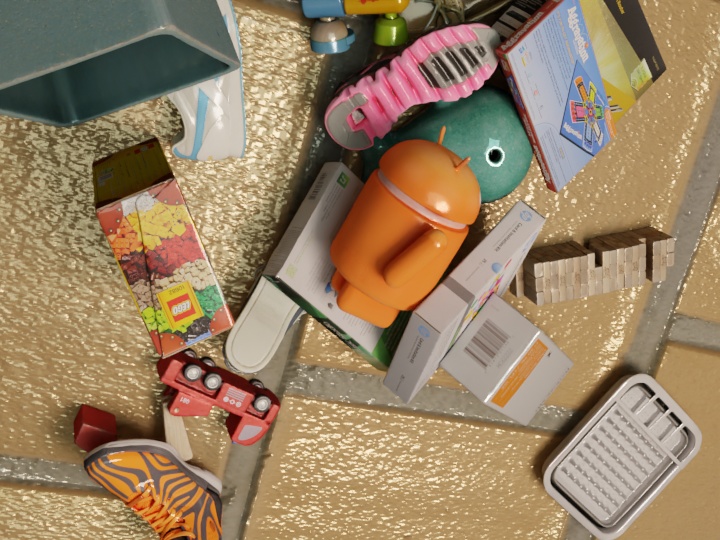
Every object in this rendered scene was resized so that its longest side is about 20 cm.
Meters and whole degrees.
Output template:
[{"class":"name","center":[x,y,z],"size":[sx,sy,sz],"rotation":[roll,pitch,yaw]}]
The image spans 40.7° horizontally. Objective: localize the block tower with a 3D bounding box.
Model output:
[{"class":"block tower","center":[0.282,-0.005,1.180],"size":[0.196,0.058,0.055],"rotation":[-10,109,-13]}]

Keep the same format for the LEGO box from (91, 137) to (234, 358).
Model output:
[{"class":"LEGO box","center":[-0.195,-0.030,0.941],"size":[0.076,0.200,0.151],"rotation":[-23,113,-8]}]

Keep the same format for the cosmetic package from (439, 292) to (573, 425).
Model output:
[{"class":"cosmetic package","center":[0.172,0.107,1.114],"size":[0.102,0.071,0.200],"rotation":[-52,153,2]}]

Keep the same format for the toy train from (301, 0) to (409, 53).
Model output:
[{"class":"toy train","center":[0.034,-0.279,0.971],"size":[0.196,0.085,0.118],"rotation":[1,122,10]}]

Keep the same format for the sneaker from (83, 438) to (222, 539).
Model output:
[{"class":"sneaker","center":[-0.211,0.258,1.042],"size":[0.077,0.113,0.199],"rotation":[-32,139,22]}]

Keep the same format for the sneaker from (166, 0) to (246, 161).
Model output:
[{"class":"sneaker","center":[-0.160,-0.208,0.965],"size":[0.079,0.077,0.204],"rotation":[-7,107,-13]}]

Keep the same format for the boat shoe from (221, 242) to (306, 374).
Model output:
[{"class":"boat shoe","center":[-0.085,0.026,1.066],"size":[0.074,0.062,0.202],"rotation":[32,74,-13]}]

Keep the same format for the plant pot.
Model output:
[{"class":"plant pot","center":[-0.243,-0.258,0.845],"size":[0.192,0.196,0.204],"rotation":[-16,89,10]}]

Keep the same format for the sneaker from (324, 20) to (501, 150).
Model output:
[{"class":"sneaker","center":[0.050,-0.206,1.008],"size":[0.197,0.096,0.080],"rotation":[-24,118,13]}]

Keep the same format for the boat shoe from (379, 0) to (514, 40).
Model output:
[{"class":"boat shoe","center":[0.113,-0.300,1.028],"size":[0.197,0.063,0.074],"rotation":[-27,113,-8]}]

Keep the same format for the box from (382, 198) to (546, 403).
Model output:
[{"class":"box","center":[0.111,0.034,1.053],"size":[0.041,0.157,0.200],"rotation":[37,57,13]}]

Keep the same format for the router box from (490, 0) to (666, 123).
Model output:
[{"class":"router box","center":[0.237,-0.236,1.060],"size":[0.157,0.052,0.200],"rotation":[-46,135,0]}]

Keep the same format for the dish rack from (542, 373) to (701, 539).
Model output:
[{"class":"dish rack","center":[0.339,0.241,1.284],"size":[0.171,0.044,0.200],"rotation":[42,91,-25]}]

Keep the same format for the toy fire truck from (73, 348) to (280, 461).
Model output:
[{"class":"toy fire truck","center":[-0.202,0.164,1.084],"size":[0.198,0.049,0.143],"rotation":[28,98,-24]}]

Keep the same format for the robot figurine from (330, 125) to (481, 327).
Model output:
[{"class":"robot figurine","center":[0.046,-0.042,0.968],"size":[0.116,0.143,0.202],"rotation":[36,110,16]}]

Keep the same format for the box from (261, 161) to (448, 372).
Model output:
[{"class":"box","center":[0.000,0.000,1.063],"size":[0.200,0.036,0.146],"rotation":[41,70,-32]}]

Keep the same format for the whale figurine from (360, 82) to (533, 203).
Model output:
[{"class":"whale figurine","center":[0.096,-0.129,1.055],"size":[0.196,0.104,0.162],"rotation":[-8,110,-11]}]

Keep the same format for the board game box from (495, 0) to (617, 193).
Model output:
[{"class":"board game box","center":[0.210,-0.185,1.019],"size":[0.103,0.019,0.201],"rotation":[-42,134,-10]}]
